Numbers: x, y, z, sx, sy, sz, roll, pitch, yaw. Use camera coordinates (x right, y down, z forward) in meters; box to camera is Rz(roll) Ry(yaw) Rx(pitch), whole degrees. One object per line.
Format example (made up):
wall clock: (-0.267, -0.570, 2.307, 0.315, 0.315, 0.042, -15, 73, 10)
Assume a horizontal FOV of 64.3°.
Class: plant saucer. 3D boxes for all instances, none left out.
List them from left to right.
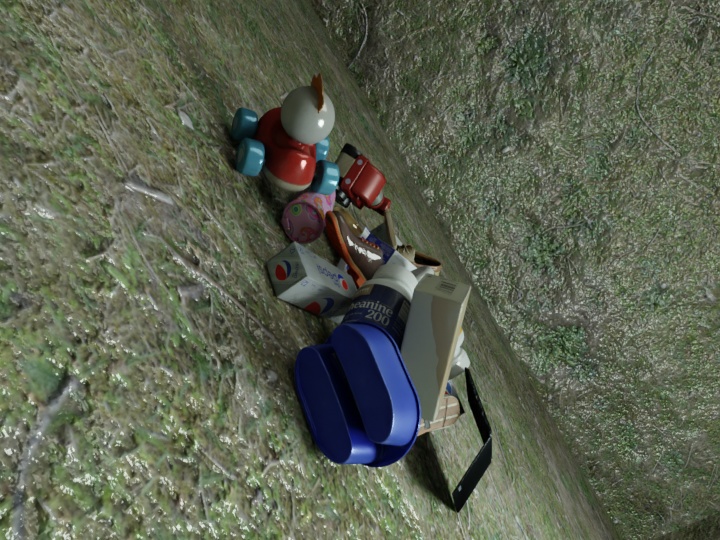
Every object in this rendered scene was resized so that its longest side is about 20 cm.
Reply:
plant saucer: (-0.017, -0.050, 1.306, 0.201, 0.035, 0.201, 52, 18, -25)

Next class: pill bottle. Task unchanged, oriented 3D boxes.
pill bottle: (0.029, 0.086, 0.938, 0.111, 0.110, 0.202, 51, 44, -25)
pill bottle: (0.129, 0.104, 1.087, 0.203, 0.111, 0.113, 63, 16, -5)

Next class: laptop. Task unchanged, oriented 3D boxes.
laptop: (0.190, 0.317, 1.065, 0.178, 0.101, 0.203, 71, 2, -57)

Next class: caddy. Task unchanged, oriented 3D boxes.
caddy: (-0.001, 0.166, 0.782, 0.105, 0.140, 0.203, 21, 42, -60)

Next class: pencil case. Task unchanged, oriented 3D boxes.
pencil case: (-0.097, -0.121, 1.109, 0.088, 0.087, 0.201, 54, 16, -17)

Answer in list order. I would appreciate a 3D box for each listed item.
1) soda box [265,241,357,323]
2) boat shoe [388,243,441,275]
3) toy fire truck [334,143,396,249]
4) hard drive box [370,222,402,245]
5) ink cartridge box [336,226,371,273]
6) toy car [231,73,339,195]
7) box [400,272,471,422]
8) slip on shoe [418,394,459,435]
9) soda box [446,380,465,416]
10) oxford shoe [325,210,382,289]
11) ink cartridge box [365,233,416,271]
soda box: (-0.071, 0.026, 0.955, 0.199, 0.063, 0.069, 32, 29, -59)
boat shoe: (0.098, -0.031, 1.315, 0.197, 0.072, 0.076, 21, 35, -19)
toy fire truck: (0.022, -0.151, 1.250, 0.198, 0.130, 0.176, 33, -5, 11)
hard drive box: (0.087, 0.001, 1.460, 0.156, 0.076, 0.202, 47, 19, -36)
ink cartridge box: (0.000, 0.000, 1.179, 0.095, 0.037, 0.201, 54, 34, -20)
toy car: (-0.106, -0.263, 1.006, 0.181, 0.201, 0.179, 11, 43, -30)
box: (0.108, 0.119, 0.893, 0.095, 0.076, 0.204, -42, 144, -65)
slip on shoe: (0.081, 0.243, 0.978, 0.197, 0.060, 0.078, -1, 89, -36)
soda box: (0.136, 0.213, 1.170, 0.063, 0.069, 0.203, -24, -92, 65)
oxford shoe: (-0.005, -0.039, 1.050, 0.071, 0.072, 0.202, 48, -12, 50)
ink cartridge box: (0.090, 0.002, 1.201, 0.199, 0.045, 0.094, 37, 0, -43)
